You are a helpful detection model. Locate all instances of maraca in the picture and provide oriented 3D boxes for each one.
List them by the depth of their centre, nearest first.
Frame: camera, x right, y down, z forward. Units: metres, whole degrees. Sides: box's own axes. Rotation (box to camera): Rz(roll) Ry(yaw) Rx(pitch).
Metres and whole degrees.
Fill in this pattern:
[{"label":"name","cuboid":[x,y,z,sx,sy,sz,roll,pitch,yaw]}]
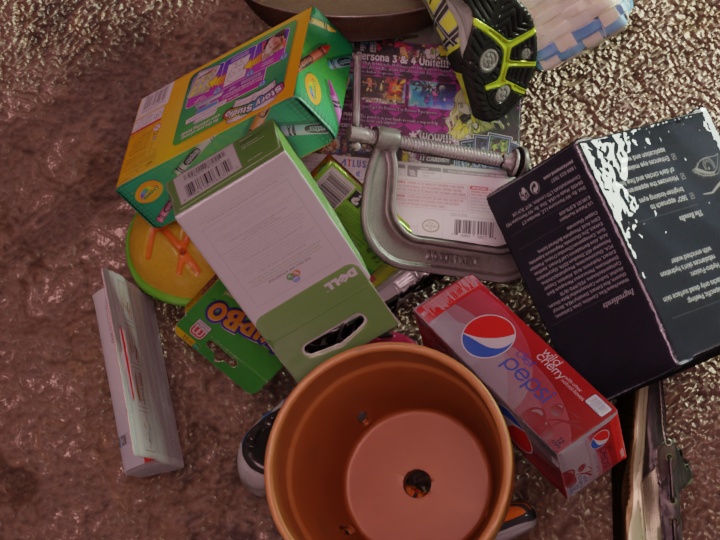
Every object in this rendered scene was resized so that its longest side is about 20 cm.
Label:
[{"label":"maraca","cuboid":[-0.109,-0.034,1.729,0.200,0.107,0.137,-12,63,3]}]

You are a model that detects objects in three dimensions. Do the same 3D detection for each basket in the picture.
[{"label":"basket","cuboid":[0.150,-0.279,1.709,0.139,0.176,0.200,-26,96,16]}]

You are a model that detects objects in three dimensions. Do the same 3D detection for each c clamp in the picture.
[{"label":"c clamp","cuboid":[0.074,-0.078,1.652,0.200,0.027,0.171,14,76,-23]}]

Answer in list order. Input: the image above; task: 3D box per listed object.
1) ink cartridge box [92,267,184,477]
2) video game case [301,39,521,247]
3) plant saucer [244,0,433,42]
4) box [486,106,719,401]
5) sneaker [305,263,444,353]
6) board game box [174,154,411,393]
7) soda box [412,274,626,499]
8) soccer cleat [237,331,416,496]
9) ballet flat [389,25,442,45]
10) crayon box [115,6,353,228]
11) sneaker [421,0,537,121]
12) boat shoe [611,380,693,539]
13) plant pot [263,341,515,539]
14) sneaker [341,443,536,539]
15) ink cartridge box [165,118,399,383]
[{"label":"ink cartridge box","cuboid":[-0.202,0.091,1.672,0.047,0.200,0.160,-12,81,5]},{"label":"video game case","cuboid":[0.039,-0.109,1.706,0.200,0.036,0.181,4,78,-8]},{"label":"plant saucer","cuboid":[-0.010,-0.241,1.732,0.200,0.200,0.034,3,116,5]},{"label":"box","cuboid":[0.239,-0.013,1.645,0.117,0.197,0.200,-32,79,43]},{"label":"sneaker","cuboid":[0.000,0.000,1.738,0.200,0.078,0.090,-35,80,-13]},{"label":"board game box","cuboid":[-0.059,0.006,1.660,0.096,0.030,0.200,41,98,-16]},{"label":"soda box","cuboid":[0.128,0.091,1.600,0.063,0.070,0.200,-34,51,-13]},{"label":"soccer cleat","cuboid":[-0.032,0.125,1.727,0.200,0.086,0.070,-35,72,-25]},{"label":"ballet flat","cuboid":[0.019,-0.195,1.767,0.200,0.065,0.071,-28,75,-1]},{"label":"crayon box","cuboid":[-0.106,-0.127,1.651,0.200,0.058,0.119,-24,37,30]},{"label":"sneaker","cuboid":[0.091,-0.219,1.639,0.075,0.076,0.200,-30,124,-24]},{"label":"boat shoe","cuboid":[0.254,0.180,1.696,0.065,0.073,0.200,4,85,-6]},{"label":"plant pot","cuboid":[0.036,0.167,1.605,0.200,0.140,0.200,-3,78,13]},{"label":"sneaker","cuboid":[0.048,0.196,1.700,0.200,0.078,0.112,-10,82,3]},{"label":"ink cartridge box","cuboid":[-0.062,-0.014,1.599,0.104,0.059,0.200,-31,123,5]}]
